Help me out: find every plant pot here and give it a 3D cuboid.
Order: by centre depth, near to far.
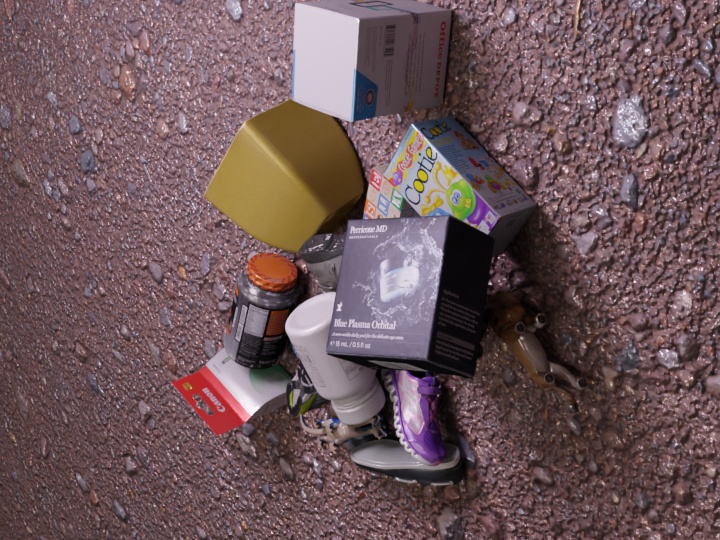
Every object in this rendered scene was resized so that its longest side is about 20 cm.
[{"bbox_3d":[-0.111,-0.151,1.778,0.200,0.195,0.195,45,133,7],"label":"plant pot"}]

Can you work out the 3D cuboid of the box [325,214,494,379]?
[{"bbox_3d":[0.069,0.036,1.467,0.194,0.116,0.204,-1,74,43],"label":"box"}]

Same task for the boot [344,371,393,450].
[{"bbox_3d":[0.025,0.233,1.845,0.163,0.065,0.204,23,114,39],"label":"boot"}]

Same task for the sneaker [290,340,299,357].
[{"bbox_3d":[-0.091,0.133,1.894,0.074,0.081,0.202,43,151,35],"label":"sneaker"}]

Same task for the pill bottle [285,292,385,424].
[{"bbox_3d":[-0.035,0.148,1.718,0.113,0.114,0.202,2,126,46],"label":"pill bottle"}]

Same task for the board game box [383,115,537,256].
[{"bbox_3d":[0.146,-0.121,1.550,0.201,0.104,0.104,50,130,21],"label":"board game box"}]

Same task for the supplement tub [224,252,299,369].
[{"bbox_3d":[-0.185,0.076,1.972,0.122,0.121,0.203,40,128,31],"label":"supplement tub"}]

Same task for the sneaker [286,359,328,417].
[{"bbox_3d":[-0.072,0.195,1.871,0.200,0.080,0.075,-52,55,53],"label":"sneaker"}]

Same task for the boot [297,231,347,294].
[{"bbox_3d":[0.000,0.000,1.696,0.197,0.068,0.132,-5,125,37],"label":"boot"}]

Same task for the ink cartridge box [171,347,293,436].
[{"bbox_3d":[-0.242,0.221,2.022,0.161,0.198,0.051,42,129,29],"label":"ink cartridge box"}]

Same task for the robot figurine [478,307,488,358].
[{"bbox_3d":[0.116,0.061,1.589,0.151,0.124,0.201,-50,37,11],"label":"robot figurine"}]

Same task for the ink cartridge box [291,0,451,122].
[{"bbox_3d":[0.017,-0.323,1.563,0.145,0.198,0.150,25,120,41],"label":"ink cartridge box"}]

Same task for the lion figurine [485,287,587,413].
[{"bbox_3d":[0.255,0.119,1.542,0.203,0.071,0.122,65,166,0],"label":"lion figurine"}]

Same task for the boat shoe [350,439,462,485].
[{"bbox_3d":[0.078,0.333,1.769,0.196,0.076,0.061,1,121,27],"label":"boat shoe"}]

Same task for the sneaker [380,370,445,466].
[{"bbox_3d":[0.101,0.222,1.723,0.088,0.080,0.203,-40,54,32],"label":"sneaker"}]

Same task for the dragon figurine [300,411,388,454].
[{"bbox_3d":[-0.028,0.274,1.815,0.199,0.098,0.060,-9,96,61],"label":"dragon figurine"}]

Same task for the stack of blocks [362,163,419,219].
[{"bbox_3d":[0.058,-0.058,1.689,0.115,0.058,0.203,43,137,37],"label":"stack of blocks"}]
